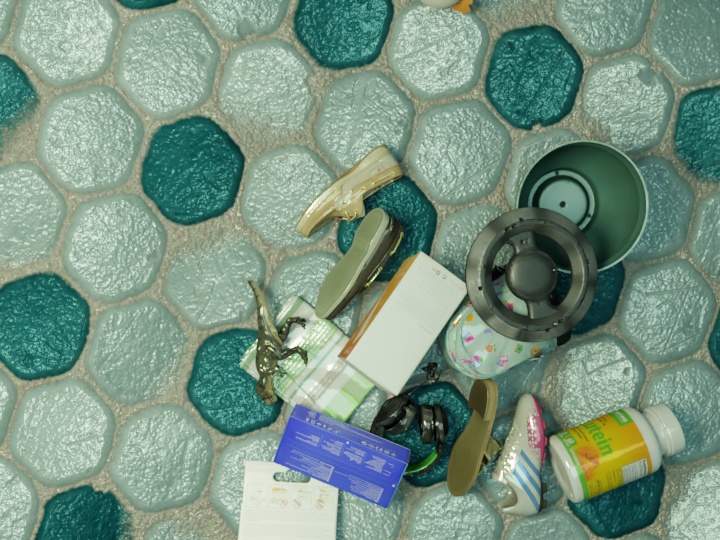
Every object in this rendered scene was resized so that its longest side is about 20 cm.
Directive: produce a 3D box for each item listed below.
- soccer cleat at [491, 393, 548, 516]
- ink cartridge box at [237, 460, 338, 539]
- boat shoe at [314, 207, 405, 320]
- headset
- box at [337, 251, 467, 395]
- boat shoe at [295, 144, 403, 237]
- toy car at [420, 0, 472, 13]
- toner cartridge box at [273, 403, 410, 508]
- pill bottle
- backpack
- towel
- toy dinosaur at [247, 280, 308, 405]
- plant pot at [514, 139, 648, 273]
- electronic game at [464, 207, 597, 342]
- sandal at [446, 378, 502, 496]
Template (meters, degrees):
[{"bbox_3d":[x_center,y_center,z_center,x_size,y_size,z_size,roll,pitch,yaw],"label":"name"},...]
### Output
[{"bbox_3d":[0.257,0.303,1.278,0.086,0.070,0.201,-3,92,-6],"label":"soccer cleat"},{"bbox_3d":[-0.119,0.418,1.279,0.161,0.050,0.201,4,73,-3],"label":"ink cartridge box"},{"bbox_3d":[0.000,0.000,1.255,0.060,0.072,0.202,28,98,-35],"label":"boat shoe"},{"bbox_3d":[0.087,0.242,1.254,0.123,0.094,0.201,17,101,-4],"label":"headset"},{"bbox_3d":[0.064,0.083,1.224,0.097,0.124,0.200,36,81,-4],"label":"box"},{"bbox_3d":[-0.015,-0.114,1.249,0.200,0.074,0.069,-42,88,-3],"label":"boat shoe"},{"bbox_3d":[0.102,-0.481,1.232,0.184,0.177,0.200,-48,122,-15],"label":"toy car"},{"bbox_3d":[-0.030,0.295,1.248,0.199,0.043,0.095,22,113,1],"label":"toner cartridge box"},{"bbox_3d":[0.413,0.288,1.269,0.199,0.111,0.112,-21,92,-3],"label":"pill bottle"},{"bbox_3d":[0.219,0.085,1.240,0.199,0.127,0.168,-26,90,-10],"label":"backpack"},{"bbox_3d":[-0.077,0.156,1.273,0.200,0.031,0.149,40,89,-4],"label":"towel"},{"bbox_3d":[-0.128,0.112,1.235,0.088,0.047,0.201,-5,89,0],"label":"toy dinosaur"},{"bbox_3d":[0.333,-0.103,1.240,0.199,0.134,0.202,0,97,0],"label":"plant pot"},{"bbox_3d":[0.254,0.006,1.165,0.199,0.042,0.201,0,91,-3],"label":"electronic game"},{"bbox_3d":[0.203,0.273,1.263,0.069,0.078,0.213,4,110,-23],"label":"sandal"}]
